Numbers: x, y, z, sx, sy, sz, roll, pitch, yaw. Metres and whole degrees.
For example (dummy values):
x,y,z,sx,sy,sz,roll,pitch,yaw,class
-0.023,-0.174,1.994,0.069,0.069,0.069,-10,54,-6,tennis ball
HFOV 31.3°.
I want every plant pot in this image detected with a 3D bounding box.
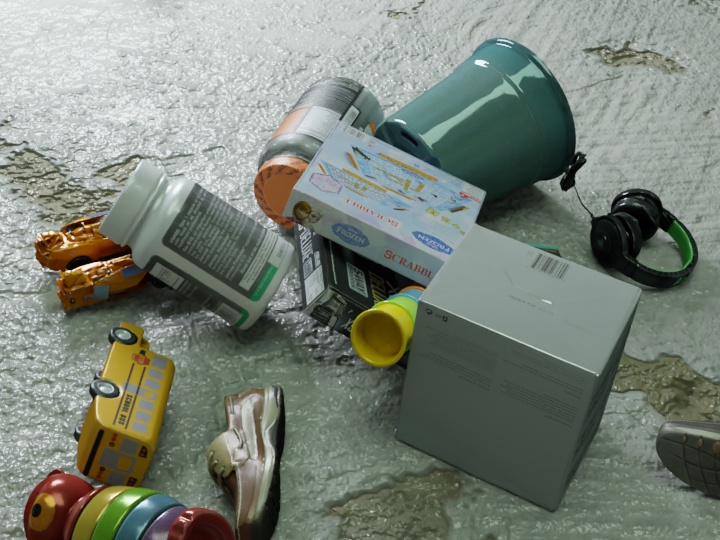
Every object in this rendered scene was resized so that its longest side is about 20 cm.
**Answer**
x,y,z,sx,sy,sz,roll,pitch,yaw,class
0.133,-0.163,1.632,0.195,0.201,0.200,-31,53,-24,plant pot

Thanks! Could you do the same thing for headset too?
x,y,z,sx,sy,sz,roll,pitch,yaw,class
0.335,-0.064,1.607,0.199,0.094,0.123,36,47,14,headset

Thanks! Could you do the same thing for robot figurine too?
x,y,z,sx,sy,sz,roll,pitch,yaw,class
-0.269,-0.024,1.503,0.199,0.059,0.145,-19,50,-26,robot figurine

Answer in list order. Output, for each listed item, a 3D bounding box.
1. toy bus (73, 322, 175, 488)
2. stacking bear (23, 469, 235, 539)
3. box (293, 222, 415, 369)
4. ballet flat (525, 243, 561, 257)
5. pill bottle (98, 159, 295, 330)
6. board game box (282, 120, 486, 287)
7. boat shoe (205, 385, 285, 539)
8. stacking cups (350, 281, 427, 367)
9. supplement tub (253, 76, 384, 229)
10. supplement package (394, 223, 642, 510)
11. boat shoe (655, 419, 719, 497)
x,y,z,sx,sy,sz,roll,pitch,yaw,class
-0.237,0.132,1.299,0.078,0.065,0.200,20,24,-9,toy bus
-0.224,0.245,1.174,0.199,0.122,0.114,17,-3,26,stacking bear
0.000,0.000,1.463,0.157,0.050,0.201,31,31,-30,box
0.145,-0.011,1.536,0.198,0.068,0.069,11,80,-4,ballet flat
-0.182,-0.031,1.430,0.199,0.113,0.113,33,41,-11,pill bottle
0.032,-0.076,1.450,0.199,0.041,0.200,26,31,1,board game box
-0.115,0.194,1.278,0.073,0.076,0.201,0,33,0,boat shoe
0.050,0.042,1.361,0.060,0.061,0.200,20,21,14,stacking cups
-0.053,-0.147,1.625,0.122,0.123,0.200,17,43,12,supplement tub
0.159,0.098,1.320,0.190,0.201,0.147,23,43,17,supplement package
0.404,0.196,1.352,0.198,0.075,0.073,18,31,-1,boat shoe
